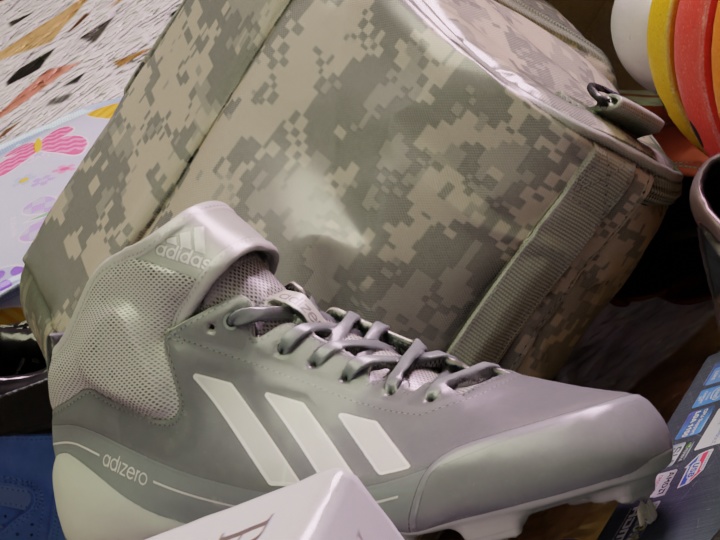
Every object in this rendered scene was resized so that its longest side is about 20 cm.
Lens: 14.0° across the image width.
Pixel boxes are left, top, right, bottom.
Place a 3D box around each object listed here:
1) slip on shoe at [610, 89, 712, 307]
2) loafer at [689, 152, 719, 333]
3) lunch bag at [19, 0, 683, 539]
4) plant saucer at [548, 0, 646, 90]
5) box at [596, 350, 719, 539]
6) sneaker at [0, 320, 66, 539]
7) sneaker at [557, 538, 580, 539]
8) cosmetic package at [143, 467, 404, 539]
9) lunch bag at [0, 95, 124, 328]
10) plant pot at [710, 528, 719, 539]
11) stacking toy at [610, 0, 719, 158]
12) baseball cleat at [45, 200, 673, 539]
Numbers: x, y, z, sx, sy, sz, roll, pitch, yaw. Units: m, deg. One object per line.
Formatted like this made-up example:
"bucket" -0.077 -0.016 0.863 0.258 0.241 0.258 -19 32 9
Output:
"slip on shoe" 0.083 -0.019 0.994 0.200 0.074 0.061 -5 37 47
"loafer" 0.136 0.013 0.678 0.072 0.063 0.200 -37 22 -15
"lunch bag" 0.000 0.000 0.921 0.200 0.139 0.168 -55 31 12
"plant saucer" 0.050 -0.123 1.026 0.200 0.200 0.048 -58 40 45
"box" 0.123 0.078 0.716 0.158 0.051 0.200 -16 26 41
"sneaker" -0.156 0.072 1.042 0.200 0.111 0.077 -18 19 8
"sneaker" -0.004 0.120 0.835 0.200 0.072 0.083 -16 7 37
"cosmetic package" -0.059 0.175 0.608 0.200 0.165 0.165 -24 23 29
"lunch bag" -0.152 0.038 1.162 0.200 0.127 0.170 -24 22 2
"plant pot" 0.169 0.074 0.464 0.200 0.200 0.177 -32 7 7
"stacking toy" 0.135 -0.067 0.874 0.146 0.146 0.200 -39 18 -13
"baseball cleat" -0.012 0.030 0.796 0.200 0.107 0.070 -10 1 33
